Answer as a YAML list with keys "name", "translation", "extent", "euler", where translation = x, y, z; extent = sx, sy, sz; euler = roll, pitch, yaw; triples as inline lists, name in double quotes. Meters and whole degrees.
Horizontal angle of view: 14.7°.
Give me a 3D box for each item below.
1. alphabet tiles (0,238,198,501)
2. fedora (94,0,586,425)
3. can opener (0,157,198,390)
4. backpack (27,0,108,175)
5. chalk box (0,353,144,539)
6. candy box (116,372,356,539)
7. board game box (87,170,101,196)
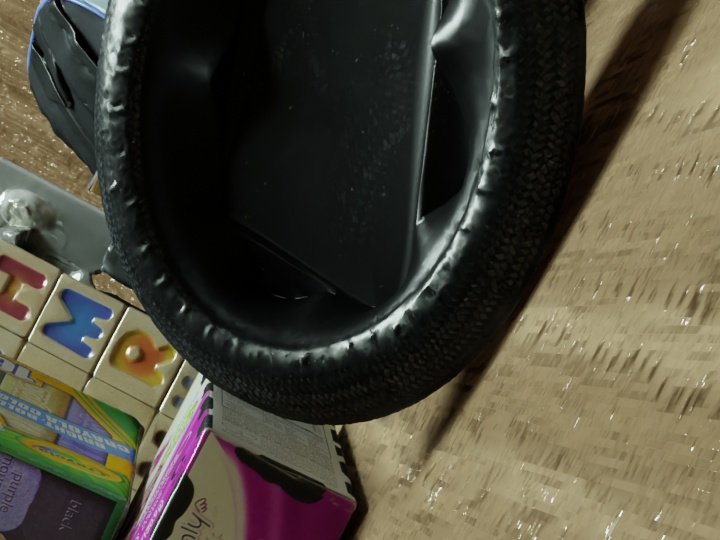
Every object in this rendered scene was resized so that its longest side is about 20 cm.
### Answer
- name: "alphabet tiles"
  translation: [-0.135, 0.088, 1.162]
  extent: [0.167, 0.199, 0.006]
  euler: [-62, -17, -4]
- name: "fedora"
  translation: [0.009, -0.054, 0.870]
  extent: [0.091, 0.200, 0.201]
  euler: [-4, -50, -54]
- name: "can opener"
  translation: [-0.093, 0.014, 1.210]
  extent: [0.054, 0.199, 0.067]
  euler: [-62, -20, -2]
- name: "backpack"
  translation: [-0.085, -0.095, 1.586]
  extent: [0.147, 0.200, 0.183]
  euler: [-42, -7, -28]
- name: "chalk box"
  translation: [-0.162, 0.103, 1.034]
  extent: [0.200, 0.123, 0.125]
  euler: [-103, 38, -83]
- name: "candy box"
  translation: [-0.061, 0.113, 1.003]
  extent: [0.137, 0.061, 0.200]
  euler: [-63, 4, 3]
- name: "board game box"
  translation: [-0.030, -0.056, 1.172]
  extent: [0.035, 0.135, 0.200]
  euler: [-64, 6, -28]
